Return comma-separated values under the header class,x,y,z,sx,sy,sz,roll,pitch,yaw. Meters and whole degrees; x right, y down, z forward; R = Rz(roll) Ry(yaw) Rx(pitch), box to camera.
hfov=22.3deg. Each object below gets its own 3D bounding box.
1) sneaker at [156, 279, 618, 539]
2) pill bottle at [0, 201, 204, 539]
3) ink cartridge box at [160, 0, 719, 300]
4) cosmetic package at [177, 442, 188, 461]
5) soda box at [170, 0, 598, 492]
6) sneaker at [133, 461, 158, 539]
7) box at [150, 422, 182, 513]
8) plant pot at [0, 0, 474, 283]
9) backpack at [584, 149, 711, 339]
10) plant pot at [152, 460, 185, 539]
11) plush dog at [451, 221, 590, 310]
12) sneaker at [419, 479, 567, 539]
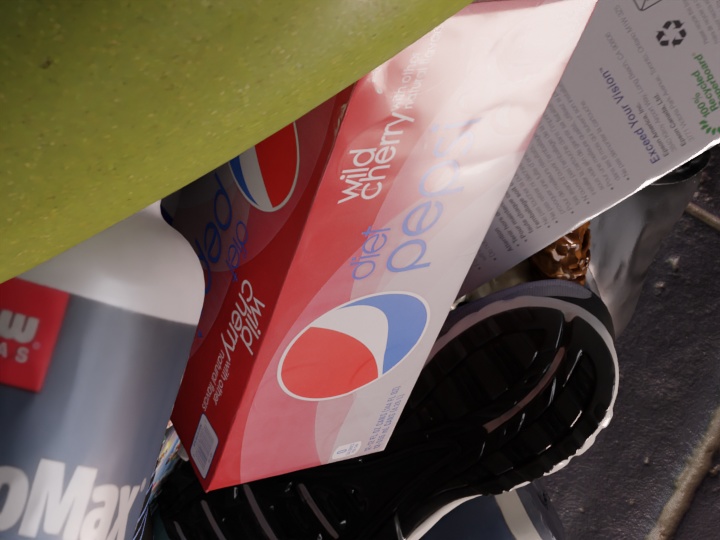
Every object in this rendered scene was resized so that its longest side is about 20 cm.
class,x,y,z,sx,sy,sz,roll,pitch,yaw
sneaker,0.012,0.065,0.689,0.200,0.074,0.079,-27,-172,21
pill bottle,-0.108,0.025,0.483,0.120,0.119,0.201,20,87,-81
ink cartridge box,0.013,-0.078,0.596,0.200,0.200,0.041,-32,-144,7
cosmetic package,-0.023,0.041,0.919,0.090,0.106,0.200,-62,-172,15
soda box,-0.006,-0.023,0.525,0.070,0.064,0.200,-10,144,-28
sneaker,-0.096,0.066,0.651,0.078,0.070,0.200,-53,170,-9
box,-0.146,0.136,0.920,0.201,0.040,0.137,-61,170,5
plant pot,-0.047,-0.099,0.370,0.200,0.187,0.187,-46,173,8
backpack,0.075,-0.051,0.971,0.200,0.126,0.168,26,85,-41
plant pot,-0.032,0.147,1.010,0.200,0.200,0.135,-54,178,-30
plush dog,0.000,0.000,0.762,0.200,0.172,0.160,-45,176,12
sneaker,0.040,0.104,0.820,0.082,0.070,0.200,-29,178,3
